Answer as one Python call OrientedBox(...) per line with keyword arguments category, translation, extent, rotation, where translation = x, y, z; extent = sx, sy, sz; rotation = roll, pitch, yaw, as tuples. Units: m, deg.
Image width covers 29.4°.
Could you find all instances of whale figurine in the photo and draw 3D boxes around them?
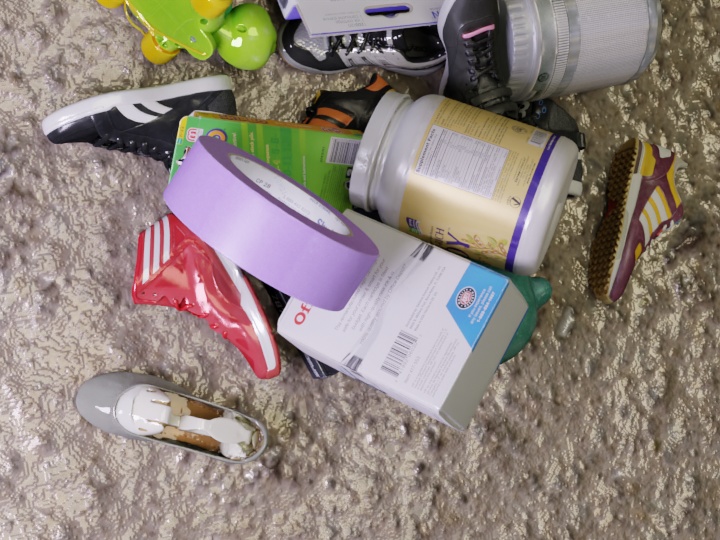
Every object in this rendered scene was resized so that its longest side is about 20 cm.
OrientedBox(category="whale figurine", translation=(0.132, 0.002, 1.445), extent=(0.159, 0.104, 0.200), rotation=(15, 78, -8))

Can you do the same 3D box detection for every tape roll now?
OrientedBox(category="tape roll", translation=(-0.082, -0.045, 1.278), extent=(0.200, 0.200, 0.066), rotation=(31, 101, -16))

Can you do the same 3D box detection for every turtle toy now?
OrientedBox(category="turtle toy", translation=(-0.169, -0.281, 1.397), extent=(0.200, 0.146, 0.101), rotation=(49, 50, -12))

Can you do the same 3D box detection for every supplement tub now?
OrientedBox(category="supplement tub", translation=(0.103, -0.091, 1.374), extent=(0.200, 0.145, 0.146), rotation=(20, 77, 11))

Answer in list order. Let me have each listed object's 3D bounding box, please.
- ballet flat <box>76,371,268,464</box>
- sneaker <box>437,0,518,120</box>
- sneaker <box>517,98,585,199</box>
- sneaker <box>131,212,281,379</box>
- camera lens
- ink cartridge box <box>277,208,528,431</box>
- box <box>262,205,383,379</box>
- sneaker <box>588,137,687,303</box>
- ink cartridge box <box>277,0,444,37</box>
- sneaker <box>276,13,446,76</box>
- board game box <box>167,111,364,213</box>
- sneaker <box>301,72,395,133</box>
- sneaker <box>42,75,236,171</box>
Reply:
OrientedBox(category="ballet flat", translation=(-0.185, 0.147, 1.383), extent=(0.200, 0.064, 0.068), rotation=(18, 79, -19))
OrientedBox(category="sneaker", translation=(0.129, -0.209, 1.423), extent=(0.071, 0.200, 0.099), rotation=(-19, 53, -15))
OrientedBox(category="sneaker", translation=(0.163, -0.149, 1.546), extent=(0.200, 0.073, 0.112), rotation=(10, 79, -29))
OrientedBox(category="sneaker", translation=(-0.166, 0.036, 1.408), extent=(0.115, 0.078, 0.200), rotation=(-25, 90, -8))
OrientedBox(category="camera lens", translation=(0.221, -0.275, 1.525), extent=(0.200, 0.160, 0.160), rotation=(-13, 90, -22))
OrientedBox(category="ink cartridge box", translation=(0.041, 0.047, 1.357), extent=(0.147, 0.200, 0.086), rotation=(-61, 149, -9))
OrientedBox(category="box", translation=(0.000, 0.000, 1.478), extent=(0.200, 0.044, 0.160), rotation=(-29, 97, -21))
OrientedBox(category="sneaker", translation=(0.330, -0.051, 1.596), extent=(0.090, 0.075, 0.200), rotation=(17, 80, -14))
OrientedBox(category="ink cartridge box", translation=(0.000, -0.320, 1.462), extent=(0.198, 0.043, 0.200), rotation=(-9, 60, -22))
OrientedBox(category="sneaker", translation=(0.011, -0.254, 1.481), extent=(0.200, 0.088, 0.076), rotation=(-3, 88, -20))
OrientedBox(category="board game box", translation=(-0.095, -0.103, 1.379), extent=(0.200, 0.030, 0.096), rotation=(3, 111, -28))
OrientedBox(category="sneaker", translation=(-0.042, -0.145, 1.470), extent=(0.200, 0.070, 0.090), rotation=(-25, 76, -19))
OrientedBox(category="sneaker", translation=(-0.210, -0.125, 1.382), extent=(0.200, 0.073, 0.112), rotation=(-15, 90, -23))
